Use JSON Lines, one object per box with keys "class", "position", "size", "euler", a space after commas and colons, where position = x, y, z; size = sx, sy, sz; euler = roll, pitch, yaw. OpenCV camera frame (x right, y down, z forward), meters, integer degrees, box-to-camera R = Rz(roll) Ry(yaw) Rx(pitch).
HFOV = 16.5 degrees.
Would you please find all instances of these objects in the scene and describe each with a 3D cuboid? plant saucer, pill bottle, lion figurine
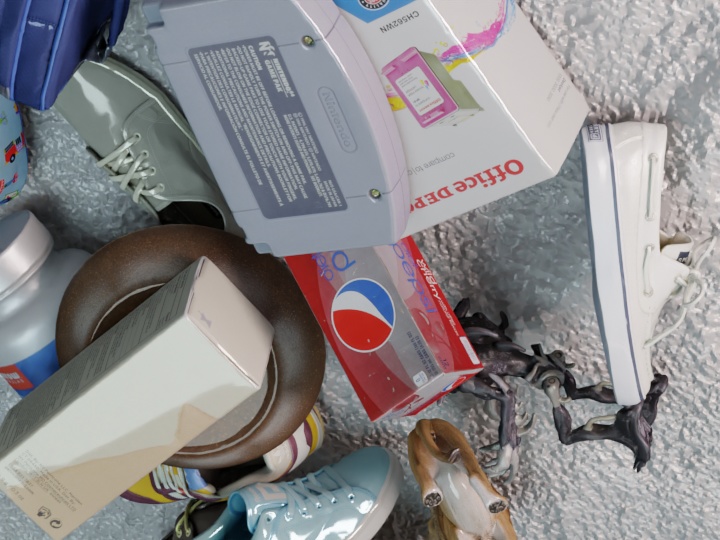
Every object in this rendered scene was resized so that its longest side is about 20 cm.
{"class": "plant saucer", "position": [-0.125, 0.064, 1.784], "size": [0.199, 0.037, 0.201], "euler": [2, 115, 5]}
{"class": "pill bottle", "position": [-0.219, 0.055, 1.871], "size": [0.112, 0.112, 0.200], "euler": [-23, 116, 37]}
{"class": "lion figurine", "position": [0.071, 0.161, 1.822], "size": [0.072, 0.123, 0.201], "euler": [-18, 133, -5]}

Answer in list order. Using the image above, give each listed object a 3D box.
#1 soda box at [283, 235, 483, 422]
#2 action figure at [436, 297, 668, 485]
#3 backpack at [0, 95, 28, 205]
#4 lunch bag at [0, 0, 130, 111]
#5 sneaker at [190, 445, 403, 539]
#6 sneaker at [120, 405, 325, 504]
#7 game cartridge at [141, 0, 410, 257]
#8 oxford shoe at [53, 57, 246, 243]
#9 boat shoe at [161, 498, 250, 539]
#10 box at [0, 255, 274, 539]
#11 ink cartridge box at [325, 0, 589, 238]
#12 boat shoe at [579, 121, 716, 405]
{"class": "soda box", "position": [0.000, 0.000, 1.688], "size": [0.070, 0.063, 0.201], "euler": [-35, 75, 26]}
{"class": "action figure", "position": [0.111, 0.091, 1.754], "size": [0.199, 0.119, 0.102], "euler": [17, 124, 2]}
{"class": "backpack", "position": [-0.349, -0.089, 1.794], "size": [0.199, 0.135, 0.183], "euler": [9, 132, 13]}
{"class": "lunch bag", "position": [-0.215, -0.203, 1.632], "size": [0.132, 0.136, 0.201], "euler": [23, 134, 5]}
{"class": "sneaker", "position": [-0.055, 0.185, 1.846], "size": [0.074, 0.200, 0.082], "euler": [32, 154, 46]}
{"class": "sneaker", "position": [-0.129, 0.143, 1.909], "size": [0.199, 0.090, 0.075], "euler": [-19, 97, 30]}
{"class": "game cartridge", "position": [-0.046, -0.100, 1.600], "size": [0.132, 0.042, 0.201], "euler": [-8, 123, 26]}
{"class": "oxford shoe", "position": [-0.154, -0.080, 1.765], "size": [0.200, 0.058, 0.075], "euler": [45, 133, -14]}
{"class": "boat shoe", "position": [-0.123, 0.215, 1.970], "size": [0.059, 0.072, 0.200], "euler": [37, 155, 0]}
{"class": "box", "position": [-0.161, 0.090, 1.728], "size": [0.200, 0.095, 0.078], "euler": [-37, 108, 22]}
{"class": "ink cartridge box", "position": [0.032, -0.134, 1.617], "size": [0.144, 0.085, 0.200], "euler": [-22, 118, 36]}
{"class": "boat shoe", "position": [0.197, -0.006, 1.658], "size": [0.086, 0.075, 0.203], "euler": [-7, 110, 3]}
